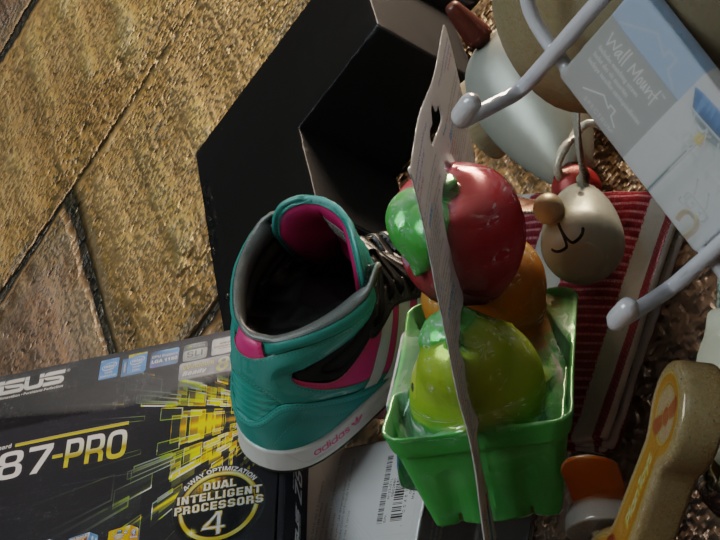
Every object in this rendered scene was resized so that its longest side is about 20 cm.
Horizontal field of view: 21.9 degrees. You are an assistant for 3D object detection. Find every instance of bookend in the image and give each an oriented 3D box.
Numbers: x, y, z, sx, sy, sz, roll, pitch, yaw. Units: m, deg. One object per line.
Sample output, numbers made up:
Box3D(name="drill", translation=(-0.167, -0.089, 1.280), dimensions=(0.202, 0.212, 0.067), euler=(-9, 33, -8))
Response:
Box3D(name="bookend", translation=(-0.002, -0.069, 1.131), dimensions=(0.200, 0.092, 0.199), euler=(-51, 30, 24))

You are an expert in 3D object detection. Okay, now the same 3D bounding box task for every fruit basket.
Box3D(name="fruit basket", translation=(0.044, 0.009, 0.868), dimensions=(0.093, 0.201, 0.185), euler=(-13, 25, 14))

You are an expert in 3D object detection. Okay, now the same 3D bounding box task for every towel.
Box3D(name="towel", translation=(0.092, 0.025, 1.019), dimensions=(0.200, 0.023, 0.145), euler=(1, 68, 56))

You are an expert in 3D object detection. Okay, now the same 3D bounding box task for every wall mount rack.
Box3D(name="wall mount rack", translation=(0.123, -0.068, 0.753), dimensions=(0.200, 0.074, 0.174), euler=(54, 141, 12))

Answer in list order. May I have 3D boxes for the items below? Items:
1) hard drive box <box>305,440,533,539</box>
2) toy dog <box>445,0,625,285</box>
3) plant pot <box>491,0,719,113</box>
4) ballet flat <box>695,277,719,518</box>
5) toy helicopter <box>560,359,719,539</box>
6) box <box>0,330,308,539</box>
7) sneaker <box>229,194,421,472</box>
Box3D(name="hard drive box", translation=(-0.006, 0.181, 1.005), dimensions=(0.200, 0.077, 0.156), euler=(-17, 55, 51))
Box3D(name="toy dog", translation=(0.090, -0.085, 0.999), dimensions=(0.132, 0.096, 0.200), euler=(-51, 29, 4))
Box3D(name="plant pot", translation=(0.161, -0.147, 0.852), dimensions=(0.200, 0.187, 0.188), euler=(-19, 54, 46))
Box3D(name="ballet flat", translation=(0.181, 0.021, 0.832), dimensions=(0.069, 0.071, 0.201), euler=(-16, 56, 45))
Box3D(name="toy helicopter", translation=(0.120, 0.119, 0.811), dimensions=(0.132, 0.079, 0.201), euler=(-88, 10, -58))
Box3D(name="box", translation=(-0.127, 0.116, 1.018), dimensions=(0.199, 0.049, 0.162), euler=(-11, 42, 12))
Box3D(name="sneaker", translation=(0.000, 0.000, 0.973), dimensions=(0.083, 0.121, 0.200), euler=(25, 55, 29))
